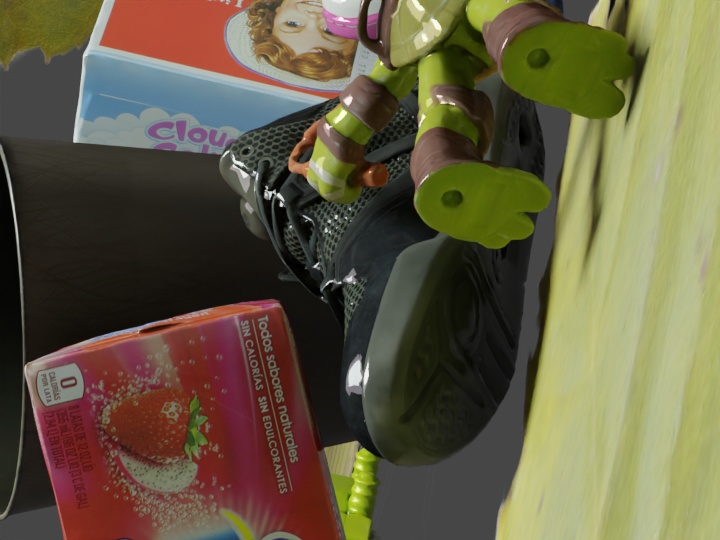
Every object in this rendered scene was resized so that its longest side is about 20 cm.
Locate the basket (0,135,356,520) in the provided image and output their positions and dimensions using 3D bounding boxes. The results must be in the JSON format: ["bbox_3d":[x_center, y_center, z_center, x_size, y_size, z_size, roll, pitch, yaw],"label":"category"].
[{"bbox_3d":[-0.061,0.017,1.043,0.136,0.199,0.181,-114,25,-45],"label":"basket"}]

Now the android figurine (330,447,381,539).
[{"bbox_3d":[-0.019,0.199,1.362,0.182,0.041,0.200,-84,7,-80],"label":"android figurine"}]

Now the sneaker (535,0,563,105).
[{"bbox_3d":[0.054,-0.137,1.056,0.088,0.075,0.200,106,178,-59],"label":"sneaker"}]

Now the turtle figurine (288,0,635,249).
[{"bbox_3d":[0.041,-0.088,0.800,0.200,0.064,0.161,-44,27,14],"label":"turtle figurine"}]

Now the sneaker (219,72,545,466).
[{"bbox_3d":[0.000,0.000,0.886,0.200,0.114,0.076,-78,-29,-46],"label":"sneaker"}]

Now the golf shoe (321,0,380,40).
[{"bbox_3d":[0.032,-0.194,1.116,0.200,0.075,0.092,-58,-40,-28],"label":"golf shoe"}]

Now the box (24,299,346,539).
[{"bbox_3d":[-0.050,0.115,0.874,0.100,0.095,0.201,-172,68,-88],"label":"box"}]

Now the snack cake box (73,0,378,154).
[{"bbox_3d":[-0.024,-0.091,1.137,0.067,0.199,0.115,104,179,-46],"label":"snack cake box"}]
